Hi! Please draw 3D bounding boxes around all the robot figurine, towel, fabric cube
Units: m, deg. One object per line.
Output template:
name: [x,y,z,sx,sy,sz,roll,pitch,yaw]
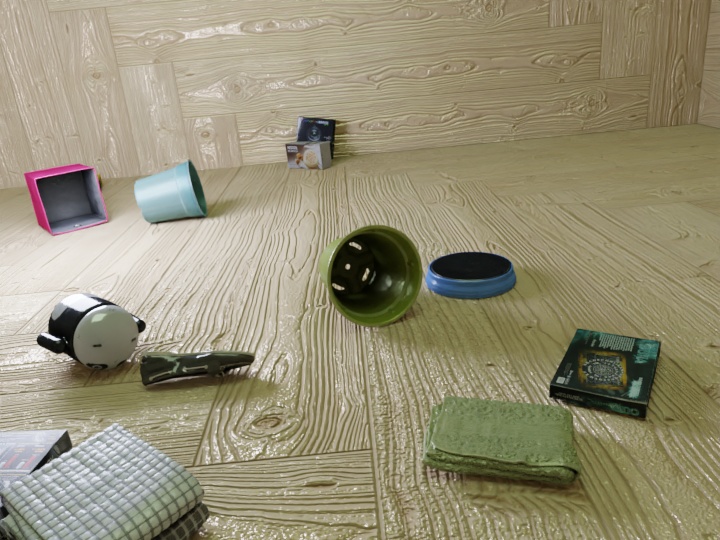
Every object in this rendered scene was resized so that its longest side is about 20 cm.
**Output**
robot figurine: [-0.504,0.114,1.130,0.199,0.125,0.151,13,57,40]
towel: [0.185,0.223,0.802,0.199,0.037,0.148,0,21,15]
fabric cube: [-1.030,-0.255,2.101,0.196,0.201,0.199,-21,24,-34]
towel: [-0.300,0.283,0.700,0.199,0.086,0.165,13,29,36]

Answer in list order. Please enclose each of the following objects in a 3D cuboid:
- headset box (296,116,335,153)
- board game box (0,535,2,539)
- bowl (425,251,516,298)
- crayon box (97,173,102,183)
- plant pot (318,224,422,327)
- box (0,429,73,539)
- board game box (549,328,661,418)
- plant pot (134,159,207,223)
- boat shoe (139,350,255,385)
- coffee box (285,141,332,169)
headset box: [-0.212,-0.616,2.836,0.173,0.201,0.093,7,16,3]
board game box: [-0.520,0.298,0.614,0.159,0.097,0.200,13,39,26]
bowl: [0.246,0.005,1.346,0.199,0.040,0.201,-4,21,2]
crayon box: [-1.226,-0.384,2.686,0.126,0.051,0.200,-11,22,-15]
plant pot: [0.000,0.000,1.244,0.199,0.202,0.184,-12,11,-18]
box: [-0.517,0.280,0.799,0.199,0.050,0.158,-3,21,4]
board game box: [0.388,0.154,0.942,0.135,0.028,0.200,8,24,30]
plant pot: [-0.648,-0.257,2.050,0.195,0.201,0.200,-14,21,-3]
boat shoe: [-0.281,0.170,1.042,0.199,0.057,0.067,-1,-15,1]
coffee box: [-0.235,-0.525,2.729,0.199,0.115,0.080,10,26,32]
